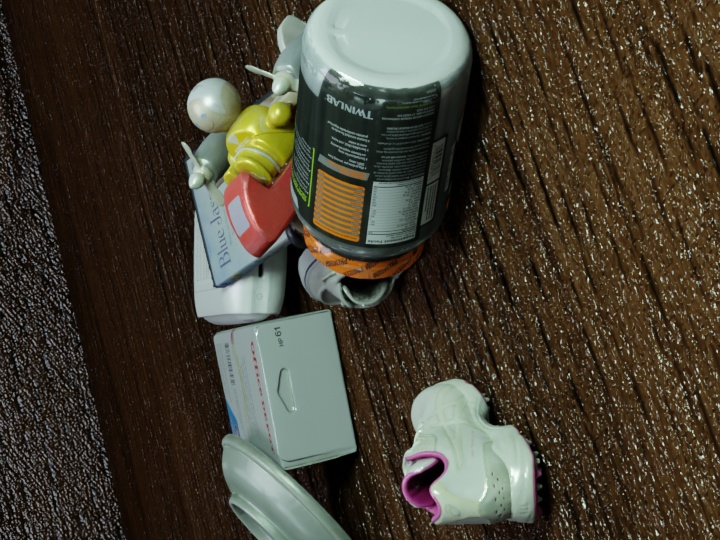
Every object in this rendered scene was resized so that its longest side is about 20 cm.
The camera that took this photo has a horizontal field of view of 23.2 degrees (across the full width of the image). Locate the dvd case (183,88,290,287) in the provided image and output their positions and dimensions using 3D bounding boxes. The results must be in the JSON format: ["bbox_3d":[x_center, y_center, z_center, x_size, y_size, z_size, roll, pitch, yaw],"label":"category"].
[{"bbox_3d":[-0.100,-0.085,1.704,0.200,0.017,0.143,-32,67,46],"label":"dvd case"}]

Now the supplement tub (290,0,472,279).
[{"bbox_3d":[0.011,-0.096,1.283,0.201,0.122,0.123,98,155,-47],"label":"supplement tub"}]

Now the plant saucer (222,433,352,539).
[{"bbox_3d":[-0.078,0.250,1.750,0.200,0.050,0.200,41,164,14],"label":"plant saucer"}]

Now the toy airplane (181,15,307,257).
[{"bbox_3d":[-0.073,-0.131,1.442,0.201,0.140,0.199,-65,21,14],"label":"toy airplane"}]

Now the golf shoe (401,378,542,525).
[{"bbox_3d":[0.063,0.134,1.310,0.200,0.091,0.076,-143,44,-69],"label":"golf shoe"}]

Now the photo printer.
[{"bbox_3d":[-0.125,-0.027,1.844,0.200,0.069,0.168,168,103,-73],"label":"photo printer"}]

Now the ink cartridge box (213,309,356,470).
[{"bbox_3d":[-0.079,0.122,1.785,0.200,0.084,0.145,165,94,-74],"label":"ink cartridge box"}]

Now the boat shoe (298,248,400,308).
[{"bbox_3d":[0.000,0.000,1.483,0.200,0.072,0.066,135,128,-61],"label":"boat shoe"}]
